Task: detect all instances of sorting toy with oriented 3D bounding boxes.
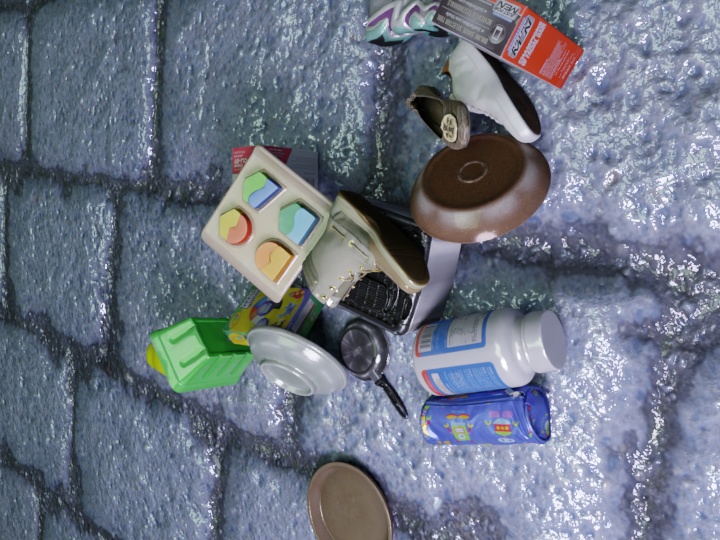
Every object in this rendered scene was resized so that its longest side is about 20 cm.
[{"bbox_3d":[-0.155,-0.075,0.985,0.185,0.036,0.200,39,107,12],"label":"sorting toy"}]

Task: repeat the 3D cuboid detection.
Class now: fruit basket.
[{"bbox_3d":[-0.347,0.178,1.227,0.216,0.215,0.156,-42,69,32],"label":"fruit basket"}]

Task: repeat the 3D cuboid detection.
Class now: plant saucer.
[{"bbox_3d":[-0.017,0.447,1.101,0.199,0.029,0.201,5,97,38],"label":"plant saucer"},{"bbox_3d":[-0.120,0.174,1.066,0.199,0.200,0.050,-1,50,38],"label":"plant saucer"},{"bbox_3d":[0.158,-0.127,0.833,0.199,0.037,0.201,-14,49,16],"label":"plant saucer"}]

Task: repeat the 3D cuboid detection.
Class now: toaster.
[{"bbox_3d":[0.053,-0.010,0.949,0.199,0.118,0.182,23,108,35],"label":"toaster"}]

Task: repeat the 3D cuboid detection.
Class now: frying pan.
[{"bbox_3d":[0.011,0.176,1.059,0.115,0.031,0.191,-20,78,39],"label":"frying pan"}]

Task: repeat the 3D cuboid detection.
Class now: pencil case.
[{"bbox_3d":[0.181,0.216,0.892,0.199,0.078,0.087,-14,114,38],"label":"pencil case"}]

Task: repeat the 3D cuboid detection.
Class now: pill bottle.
[{"bbox_3d":[0.183,0.115,0.862,0.199,0.112,0.113,-15,84,38],"label":"pill bottle"}]

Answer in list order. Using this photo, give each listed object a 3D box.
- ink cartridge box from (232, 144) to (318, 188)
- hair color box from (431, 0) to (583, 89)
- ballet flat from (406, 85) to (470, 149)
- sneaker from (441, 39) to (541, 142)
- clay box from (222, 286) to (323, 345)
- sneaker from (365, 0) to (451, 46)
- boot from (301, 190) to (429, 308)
[{"bbox_3d":[-0.152,-0.117,1.084,0.083,0.145,0.201,4,96,37],"label":"ink cartridge box"},{"bbox_3d":[0.192,-0.297,0.763,0.111,0.200,0.064,40,117,28],"label":"hair color box"},{"bbox_3d":[0.109,-0.226,0.870,0.200,0.046,0.068,-112,25,-55],"label":"ballet flat"},{"bbox_3d":[0.183,-0.242,0.863,0.085,0.073,0.201,-46,55,34],"label":"sneaker"},{"bbox_3d":[-0.175,0.087,1.143,0.199,0.115,0.048,1,138,37],"label":"clay box"},{"bbox_3d":[0.088,-0.428,0.912,0.199,0.078,0.141,7,99,37],"label":"sneaker"},{"bbox_3d":[0.000,0.000,0.872,0.200,0.072,0.155,49,120,30],"label":"boot"}]
